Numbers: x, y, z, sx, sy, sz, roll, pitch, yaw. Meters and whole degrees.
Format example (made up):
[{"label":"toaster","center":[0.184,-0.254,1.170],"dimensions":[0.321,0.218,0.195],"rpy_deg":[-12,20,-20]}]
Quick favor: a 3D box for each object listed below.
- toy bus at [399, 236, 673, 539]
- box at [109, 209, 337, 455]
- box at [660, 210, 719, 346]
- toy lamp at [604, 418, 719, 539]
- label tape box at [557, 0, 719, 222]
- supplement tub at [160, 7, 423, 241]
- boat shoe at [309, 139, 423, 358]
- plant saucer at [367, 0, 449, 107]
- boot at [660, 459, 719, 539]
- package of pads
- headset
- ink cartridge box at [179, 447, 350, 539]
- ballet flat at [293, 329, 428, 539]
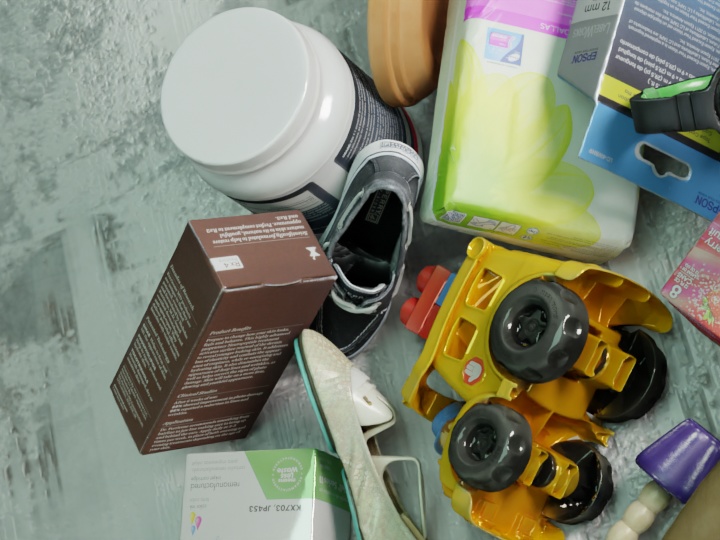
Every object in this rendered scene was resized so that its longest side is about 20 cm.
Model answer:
[{"label":"toy bus","center":[0.097,0.077,1.411],"dimensions":[0.192,0.136,0.200],"rpy_deg":[23,87,43]},{"label":"box","center":[-0.107,0.048,1.472],"dimensions":[0.075,0.100,0.200],"rpy_deg":[61,139,29]},{"label":"box","center":[0.314,0.044,1.322],"dimensions":[0.200,0.100,0.096],"rpy_deg":[39,92,30]},{"label":"toy lamp","center":[0.179,0.190,1.368],"dimensions":[0.200,0.058,0.058],"rpy_deg":[-50,60,6]},{"label":"label tape box","center":[0.218,-0.148,1.402],"dimensions":[0.066,0.143,0.200],"rpy_deg":[3,73,60]},{"label":"supplement tub","center":[-0.050,-0.105,1.491],"dimensions":[0.140,0.200,0.141],"rpy_deg":[-8,70,23]},{"label":"boat shoe","center":[0.000,0.000,1.453],"dimensions":[0.072,0.200,0.068],"rpy_deg":[18,38,-6]},{"label":"plant saucer","center":[0.054,-0.221,1.483],"dimensions":[0.037,0.200,0.200],"rpy_deg":[10,78,18]},{"label":"boot","center":[0.281,0.185,1.264],"dimensions":[0.175,0.066,0.200],"rpy_deg":[46,130,36]},{"label":"package of pads","center":[0.135,-0.115,1.441],"dimensions":[0.154,0.068,0.200],"rpy_deg":[13,75,-15]},{"label":"headset","center":[0.271,-0.132,1.283],"dimensions":[0.200,0.123,0.094],"rpy_deg":[-5,101,33]},{"label":"ink cartridge box","center":[-0.075,0.239,1.469],"dimensions":[0.117,0.067,0.200],"rpy_deg":[-6,71,24]},{"label":"ballet flat","center":[0.009,0.132,1.451],"dimensions":[0.062,0.067,0.200],"rpy_deg":[-18,90,9]}]
